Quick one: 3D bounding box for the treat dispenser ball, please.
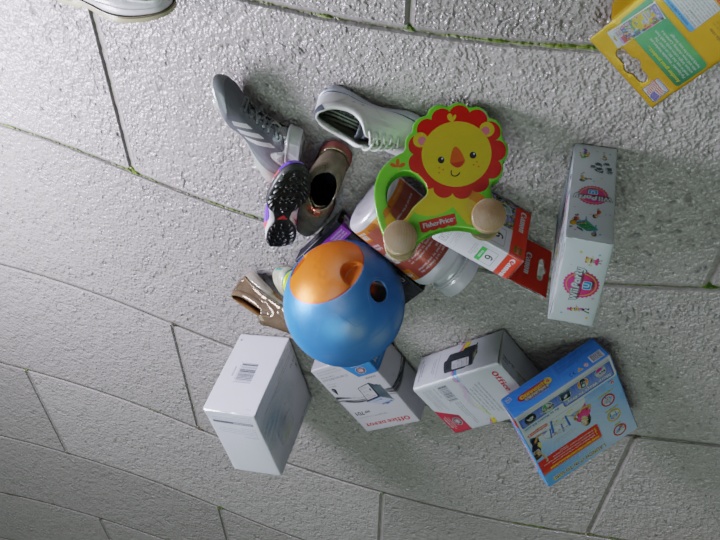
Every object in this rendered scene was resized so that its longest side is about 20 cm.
[{"bbox_3d":[-0.026,0.053,1.172,0.197,0.203,0.203,11,136,11],"label":"treat dispenser ball"}]

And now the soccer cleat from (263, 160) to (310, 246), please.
[{"bbox_3d":[-0.123,-0.118,1.154,0.067,0.074,0.201,-4,150,-16],"label":"soccer cleat"}]

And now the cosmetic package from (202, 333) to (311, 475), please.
[{"bbox_3d":[-0.205,0.277,1.511,0.120,0.201,0.203,3,134,19],"label":"cosmetic package"}]

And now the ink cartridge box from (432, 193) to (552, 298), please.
[{"bbox_3d":[0.211,-0.052,1.091,0.197,0.110,0.051,28,137,-6],"label":"ink cartridge box"}]

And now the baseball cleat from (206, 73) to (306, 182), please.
[{"bbox_3d":[-0.146,-0.224,1.114,0.104,0.071,0.201,-10,137,22],"label":"baseball cleat"}]

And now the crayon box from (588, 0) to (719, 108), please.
[{"bbox_3d":[0.379,-0.298,0.829,0.125,0.052,0.199,39,133,-16],"label":"crayon box"}]

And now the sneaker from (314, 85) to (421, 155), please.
[{"bbox_3d":[0.023,-0.198,1.055,0.196,0.071,0.074,21,137,1],"label":"sneaker"}]

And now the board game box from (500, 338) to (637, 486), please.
[{"bbox_3d":[0.370,0.253,1.282,0.198,0.056,0.197,-32,122,-1],"label":"board game box"}]

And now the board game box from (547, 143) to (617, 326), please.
[{"bbox_3d":[0.301,-0.051,0.989,0.063,0.202,0.149,9,136,12],"label":"board game box"}]

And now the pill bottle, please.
[{"bbox_3d":[0.089,-0.051,1.140,0.199,0.113,0.112,38,134,-15],"label":"pill bottle"}]

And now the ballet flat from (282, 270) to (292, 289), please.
[{"bbox_3d":[-0.063,0.068,1.330,0.067,0.067,0.200,29,166,49],"label":"ballet flat"}]

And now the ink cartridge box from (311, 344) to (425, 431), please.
[{"bbox_3d":[0.022,0.218,1.447,0.145,0.087,0.201,-20,121,36],"label":"ink cartridge box"}]

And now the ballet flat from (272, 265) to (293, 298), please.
[{"bbox_3d":[-0.105,0.068,1.384,0.062,0.067,0.202,16,140,49],"label":"ballet flat"}]

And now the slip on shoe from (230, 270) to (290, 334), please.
[{"bbox_3d":[-0.161,0.081,1.344,0.199,0.060,0.077,42,157,22],"label":"slip on shoe"}]

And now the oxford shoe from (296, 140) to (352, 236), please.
[{"bbox_3d":[-0.074,-0.116,1.171,0.069,0.076,0.201,21,137,-3],"label":"oxford shoe"}]

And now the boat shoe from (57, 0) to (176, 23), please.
[{"bbox_3d":[-0.353,-0.401,1.013,0.196,0.076,0.069,14,142,11],"label":"boat shoe"}]

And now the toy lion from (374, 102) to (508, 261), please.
[{"bbox_3d":[0.110,-0.129,1.005,0.196,0.196,0.069,-14,171,3],"label":"toy lion"}]

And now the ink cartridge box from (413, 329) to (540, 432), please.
[{"bbox_3d":[0.222,0.211,1.358,0.198,0.084,0.146,-24,120,37],"label":"ink cartridge box"}]

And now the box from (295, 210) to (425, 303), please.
[{"bbox_3d":[0.000,0.000,1.282,0.199,0.036,0.143,37,135,-15],"label":"box"}]
